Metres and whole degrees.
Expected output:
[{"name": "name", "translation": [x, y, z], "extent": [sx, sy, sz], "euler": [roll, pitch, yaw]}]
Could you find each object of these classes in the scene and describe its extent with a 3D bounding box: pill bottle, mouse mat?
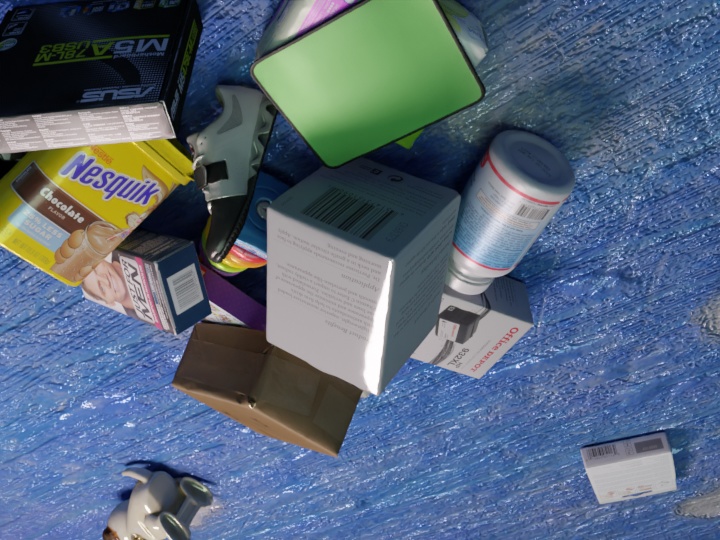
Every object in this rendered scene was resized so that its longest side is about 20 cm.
[{"name": "pill bottle", "translation": [0.167, -0.064, 0.913], "extent": [0.108, 0.109, 0.201], "euler": [14, 135, -16]}, {"name": "mouse mat", "translation": [0.009, -0.191, 0.752], "extent": [0.199, 0.008, 0.161], "euler": [-21, 134, 23]}]

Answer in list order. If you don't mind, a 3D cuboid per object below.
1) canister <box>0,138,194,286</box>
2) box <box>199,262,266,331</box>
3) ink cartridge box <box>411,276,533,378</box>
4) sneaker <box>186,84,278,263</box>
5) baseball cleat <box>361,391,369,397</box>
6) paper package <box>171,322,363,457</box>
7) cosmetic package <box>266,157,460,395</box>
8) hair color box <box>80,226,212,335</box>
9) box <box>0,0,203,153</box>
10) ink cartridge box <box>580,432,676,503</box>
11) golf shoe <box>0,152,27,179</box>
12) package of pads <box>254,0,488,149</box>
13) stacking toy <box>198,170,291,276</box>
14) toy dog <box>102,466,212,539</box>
[{"name": "canister", "translation": [-0.298, -0.094, 0.819], "extent": [0.200, 0.087, 0.149], "euler": [-44, 138, 2]}, {"name": "box", "translation": [-0.199, 0.051, 1.028], "extent": [0.136, 0.039, 0.200], "euler": [0, 150, 43]}, {"name": "ink cartridge box", "translation": [0.122, 0.061, 1.062], "extent": [0.199, 0.084, 0.145], "euler": [19, 132, -20]}, {"name": "sneaker", "translation": [-0.155, -0.109, 0.822], "extent": [0.088, 0.202, 0.074], "euler": [15, 170, -10]}, {"name": "baseball cleat", "translation": [-0.023, 0.115, 1.109], "extent": [0.069, 0.107, 0.200], "euler": [25, 163, 35]}, {"name": "paper package", "translation": [-0.129, 0.163, 1.032], "extent": [0.190, 0.104, 0.200], "euler": [4, 154, 42]}, {"name": "cosmetic package", "translation": [0.000, 0.000, 0.875], "extent": [0.164, 0.165, 0.201], "euler": [24, 131, 21]}, {"name": "hair color box", "translation": [-0.278, 0.002, 0.916], "extent": [0.199, 0.060, 0.101], "euler": [15, 125, 38]}, {"name": "box", "translation": [-0.261, -0.192, 0.706], "extent": [0.198, 0.194, 0.048], "euler": [-4, 136, 4]}, {"name": "ink cartridge box", "translation": [0.530, 0.391, 1.456], "extent": [0.159, 0.048, 0.200], "euler": [-16, 140, 15]}, {"name": "golf shoe", "translation": [-0.406, -0.096, 0.875], "extent": [0.077, 0.095, 0.201], "euler": [9, 136, -1]}, {"name": "package of pads", "translation": [0.014, -0.233, 0.761], "extent": [0.199, 0.069, 0.155], "euler": [23, 133, -24]}, {"name": "stacking toy", "translation": [-0.168, -0.036, 0.959], "extent": [0.116, 0.110, 0.200], "euler": [28, 144, -25]}, {"name": "toy dog", "translation": [-0.427, 0.491, 1.472], "extent": [0.194, 0.140, 0.200], "euler": [39, 125, -19]}]
